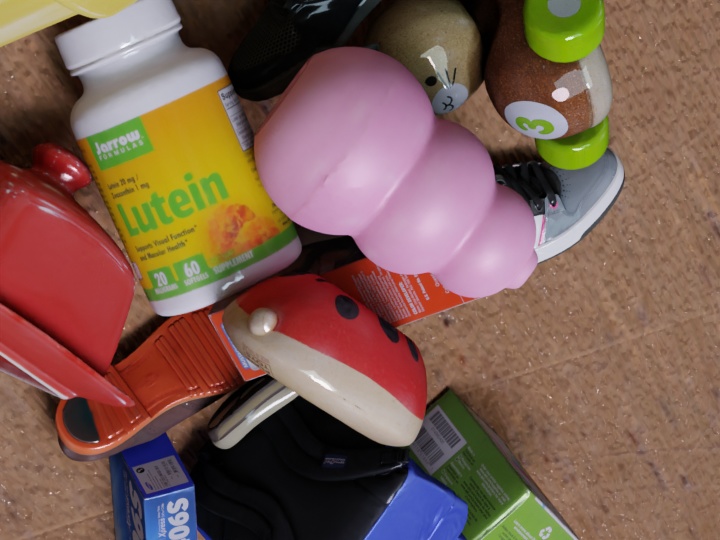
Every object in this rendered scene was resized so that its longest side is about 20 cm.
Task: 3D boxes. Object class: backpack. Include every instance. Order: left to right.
[{"bbox_3d":[-0.031,0.193,1.624,0.163,0.200,0.168,-51,138,-7],"label":"backpack"}]

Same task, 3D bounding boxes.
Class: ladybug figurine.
[{"bbox_3d":[-0.016,0.054,1.396,0.072,0.136,0.200,-56,151,-2],"label":"ladybug figurine"}]

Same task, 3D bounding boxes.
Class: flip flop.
[{"bbox_3d":[-0.023,0.079,1.561,0.200,0.081,0.058,-36,96,3],"label":"flip flop"}]

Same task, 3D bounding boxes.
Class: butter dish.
[{"bbox_3d":[-0.234,-0.018,1.411,0.200,0.199,0.148,42,75,-40],"label":"butter dish"}]

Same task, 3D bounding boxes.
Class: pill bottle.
[{"bbox_3d":[-0.127,-0.080,1.403,0.111,0.111,0.200,-25,99,-10],"label":"pill bottle"}]

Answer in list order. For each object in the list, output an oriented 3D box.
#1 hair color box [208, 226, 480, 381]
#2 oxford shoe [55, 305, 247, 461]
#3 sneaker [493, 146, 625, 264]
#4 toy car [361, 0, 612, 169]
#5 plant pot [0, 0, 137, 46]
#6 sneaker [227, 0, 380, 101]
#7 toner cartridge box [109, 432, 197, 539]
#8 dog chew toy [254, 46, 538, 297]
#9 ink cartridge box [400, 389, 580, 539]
[{"bbox_3d":[0.000,0.000,1.511,0.200,0.111,0.064,-21,111,19],"label":"hair color box"},{"bbox_3d":[-0.143,0.083,1.593,0.200,0.071,0.073,-25,164,-19],"label":"oxford shoe"},{"bbox_3d":[0.102,-0.061,1.599,0.200,0.084,0.121,-33,140,-2],"label":"sneaker"},{"bbox_3d":[0.062,-0.139,1.465,0.200,0.158,0.164,-22,150,-5],"label":"toy car"},{"bbox_3d":[-0.231,-0.218,1.255,0.189,0.201,0.201,-31,133,17],"label":"plant pot"},{"bbox_3d":[-0.035,-0.212,1.426,0.199,0.076,0.114,-45,129,3],"label":"sneaker"},{"bbox_3d":[-0.161,0.222,1.648,0.043,0.095,0.200,-12,126,-18],"label":"toner cartridge box"},{"bbox_3d":[0.030,-0.056,1.372,0.200,0.125,0.125,35,104,-7],"label":"dog chew toy"},{"bbox_3d":[0.128,0.211,1.753,0.076,0.148,0.200,-42,131,4],"label":"ink cartridge box"}]
